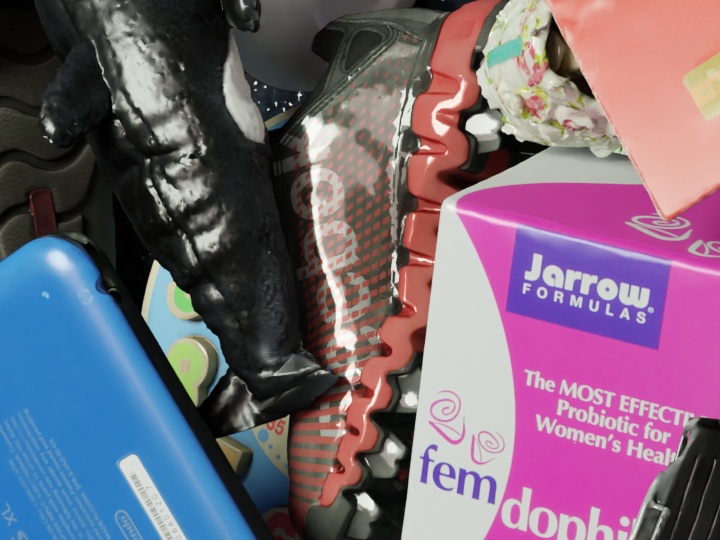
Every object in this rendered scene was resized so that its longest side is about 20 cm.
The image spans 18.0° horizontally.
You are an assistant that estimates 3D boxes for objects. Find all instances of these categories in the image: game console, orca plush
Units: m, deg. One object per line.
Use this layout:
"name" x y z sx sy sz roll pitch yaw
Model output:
"game console" -0.084 0.094 0.803 0.170 0.118 0.200 -31 90 29
"orca plush" -0.080 -0.039 0.754 0.105 0.071 0.201 -14 86 51

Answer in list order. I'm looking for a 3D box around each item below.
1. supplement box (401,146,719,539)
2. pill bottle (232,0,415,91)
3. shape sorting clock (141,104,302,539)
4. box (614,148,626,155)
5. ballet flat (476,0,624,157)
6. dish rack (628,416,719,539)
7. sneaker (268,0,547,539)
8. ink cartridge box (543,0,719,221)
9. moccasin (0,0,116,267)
"supplement box" 0.078 0.072 0.726 0.101 0.103 0.201 14 108 25
"pill bottle" -0.074 -0.153 0.857 0.200 0.112 0.113 29 100 28
"shape sorting clock" -0.002 0.034 0.842 0.199 0.039 0.201 -3 84 29
"box" 0.119 -0.060 0.786 0.110 0.035 0.201 -22 75 25
"ballet flat" 0.137 -0.071 0.713 0.199 0.064 0.076 -10 85 -2
"dish rack" 0.134 0.117 0.673 0.054 0.200 0.154 20 95 40
"sneaker" 0.000 0.000 0.784 0.098 0.071 0.201 13 89 24
"ink cartridge box" 0.123 -0.141 0.645 0.200 0.045 0.177 -34 60 15
"moccasin" -0.132 -0.021 0.888 0.078 0.073 0.202 8 115 55
